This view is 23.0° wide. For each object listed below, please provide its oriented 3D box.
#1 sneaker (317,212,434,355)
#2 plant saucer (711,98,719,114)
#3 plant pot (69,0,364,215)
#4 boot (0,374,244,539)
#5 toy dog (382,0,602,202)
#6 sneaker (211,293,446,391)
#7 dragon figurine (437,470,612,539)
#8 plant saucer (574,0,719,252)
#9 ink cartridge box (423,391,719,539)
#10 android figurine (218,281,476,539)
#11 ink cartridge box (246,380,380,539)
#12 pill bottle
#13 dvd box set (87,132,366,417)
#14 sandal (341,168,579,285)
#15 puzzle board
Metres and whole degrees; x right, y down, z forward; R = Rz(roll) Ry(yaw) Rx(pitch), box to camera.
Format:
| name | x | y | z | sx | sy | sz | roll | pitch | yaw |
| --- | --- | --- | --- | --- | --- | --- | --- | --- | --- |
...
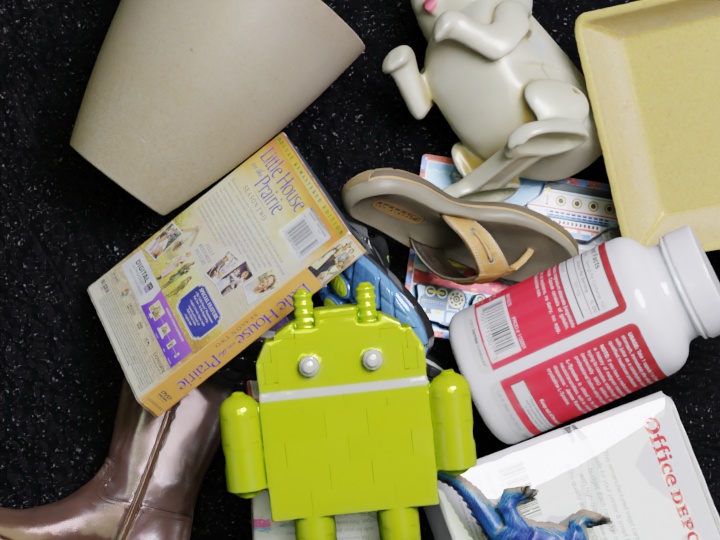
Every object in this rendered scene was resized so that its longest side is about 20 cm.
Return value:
| name | x | y | z | sx | sy | sz | roll | pitch | yaw |
| --- | --- | --- | --- | --- | --- | --- | --- | --- | --- |
| sneaker | 0.000 | 0.000 | 1.353 | 0.082 | 0.071 | 0.200 | -5 | 33 | -35 |
| plant saucer | 0.320 | -0.194 | 1.437 | 0.199 | 0.030 | 0.201 | -6 | 41 | 5 |
| plant pot | -0.128 | -0.149 | 1.370 | 0.187 | 0.187 | 0.200 | 36 | 90 | 2 |
| boot | -0.195 | 0.131 | 1.343 | 0.185 | 0.064 | 0.201 | 20 | 79 | -16 |
| toy dog | 0.114 | -0.172 | 1.409 | 0.193 | 0.140 | 0.201 | -14 | 74 | -31 |
| sneaker | -0.023 | 0.051 | 1.378 | 0.199 | 0.076 | 0.088 | 14 | 42 | -21 |
| dragon figurine | 0.119 | 0.211 | 1.281 | 0.199 | 0.059 | 0.100 | 22 | 77 | -3 |
| plant saucer | 0.282 | -0.122 | 1.350 | 0.199 | 0.048 | 0.201 | -10 | 103 | 23 |
| ink cartridge box | 0.163 | 0.197 | 1.362 | 0.199 | 0.083 | 0.148 | -19 | 81 | -10 |
| android figurine | -0.009 | 0.109 | 1.262 | 0.181 | 0.041 | 0.201 | -4 | 95 | -1 |
| ink cartridge box | -0.025 | 0.184 | 1.331 | 0.116 | 0.068 | 0.201 | -2 | 100 | -6 |
| pill bottle | 0.177 | 0.045 | 1.348 | 0.199 | 0.112 | 0.113 | -25 | 81 | 13 |
| dvd box set | -0.105 | 0.000 | 1.332 | 0.200 | 0.029 | 0.146 | -39 | 43 | 3 |
| sandal | 0.075 | -0.021 | 1.367 | 0.199 | 0.080 | 0.054 | 19 | 53 | -22 |
| puzzle board | 0.138 | -0.008 | 1.440 | 0.199 | 0.017 | 0.152 | 9 | 77 | -5 |
